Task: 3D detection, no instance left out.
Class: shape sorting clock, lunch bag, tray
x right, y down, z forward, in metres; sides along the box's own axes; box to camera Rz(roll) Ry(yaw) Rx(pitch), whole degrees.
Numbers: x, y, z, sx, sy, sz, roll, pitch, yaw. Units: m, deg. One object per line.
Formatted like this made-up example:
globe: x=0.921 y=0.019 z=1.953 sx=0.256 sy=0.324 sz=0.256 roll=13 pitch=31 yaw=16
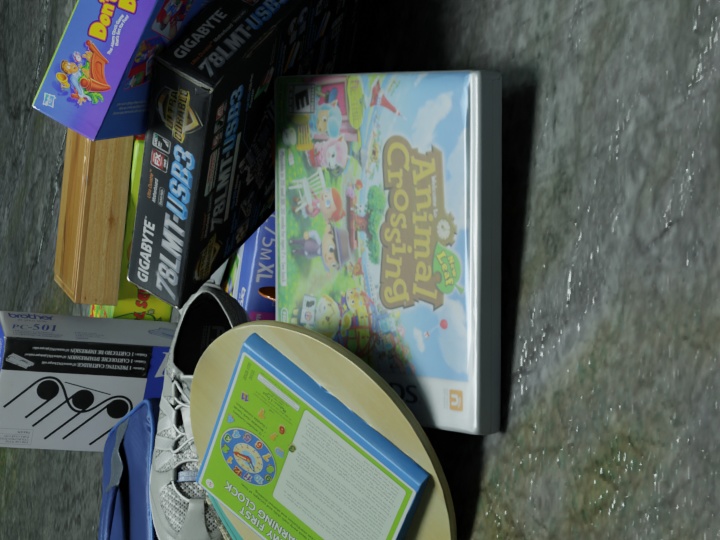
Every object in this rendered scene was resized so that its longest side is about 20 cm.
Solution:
shape sorting clock: x=-0.023 y=0.119 z=1.278 sx=0.199 sy=0.039 sz=0.201 roll=20 pitch=125 yaw=32
lunch bag: x=-0.124 y=0.195 z=1.543 sx=0.136 sy=0.132 sz=0.201 roll=134 pitch=137 yaw=-61
tray: x=-0.198 y=-0.082 z=1.618 sx=0.099 sy=0.037 sz=0.201 roll=-149 pitch=64 yaw=-71

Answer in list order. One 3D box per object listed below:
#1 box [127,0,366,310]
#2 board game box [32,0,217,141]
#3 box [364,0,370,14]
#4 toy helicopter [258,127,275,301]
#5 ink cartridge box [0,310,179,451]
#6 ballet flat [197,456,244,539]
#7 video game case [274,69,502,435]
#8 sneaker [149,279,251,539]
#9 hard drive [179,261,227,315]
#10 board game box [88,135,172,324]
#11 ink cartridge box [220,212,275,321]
box: x=-0.068 y=-0.105 z=1.364 sx=0.199 sy=0.050 sz=0.200 roll=-48 pitch=-20 yaw=-39
board game box: x=-0.112 y=-0.152 z=1.305 sx=0.135 sy=0.045 sz=0.200 roll=-64 pitch=-12 yaw=13
box: x=-0.030 y=-0.192 z=1.509 sx=0.200 sy=0.035 sz=0.110 roll=114 pitch=153 yaw=-43
toy helicopter: x=0.000 y=0.000 z=1.331 sx=0.200 sy=0.079 sz=0.133 roll=56 pitch=133 yaw=42
ink cartridge box: x=-0.176 y=0.086 z=1.613 sx=0.044 sy=0.199 sz=0.094 roll=-121 pitch=40 yaw=-59
ballet flat: x=-0.045 y=0.195 z=1.393 sx=0.201 sy=0.068 sz=0.075 roll=69 pitch=-161 yaw=5
video game case: x=0.012 y=-0.014 z=1.247 sx=0.182 sy=0.022 sz=0.201 roll=4 pitch=95 yaw=49
sneaker: x=-0.112 y=0.100 z=1.451 sx=0.082 sy=0.074 sz=0.201 roll=74 pitch=-167 yaw=-61
hard drive: x=-0.105 y=-0.079 z=1.593 sx=0.200 sy=0.027 sz=0.132 roll=112 pitch=157 yaw=-43
board game box: x=-0.169 y=-0.020 z=1.654 sx=0.102 sy=0.047 sz=0.201 roll=-118 pitch=36 yaw=-63
ink cartridge box: x=-0.081 y=-0.015 z=1.609 sx=0.200 sy=0.042 sz=0.120 roll=-135 pitch=52 yaw=-63
